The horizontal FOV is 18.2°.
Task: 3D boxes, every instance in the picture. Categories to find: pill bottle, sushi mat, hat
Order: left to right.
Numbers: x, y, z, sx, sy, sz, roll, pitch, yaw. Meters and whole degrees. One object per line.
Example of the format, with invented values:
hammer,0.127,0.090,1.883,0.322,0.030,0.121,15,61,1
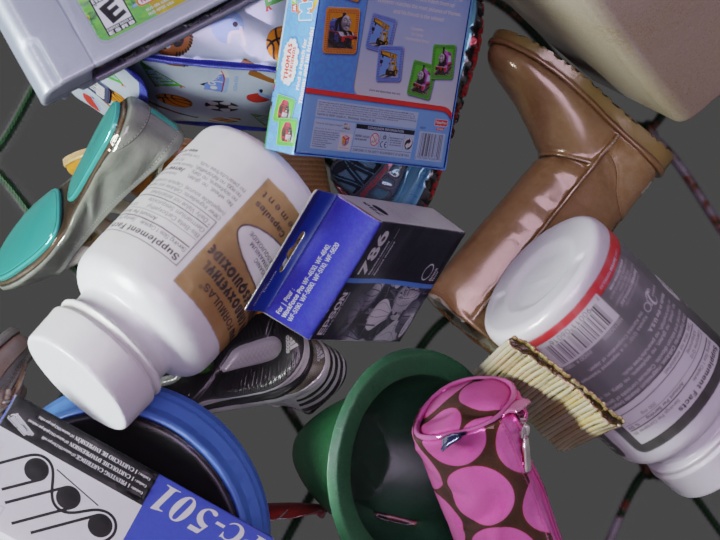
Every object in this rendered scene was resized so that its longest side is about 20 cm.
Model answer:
pill bottle,-0.127,0.007,1.527,0.114,0.114,0.200,41,68,1
hat,-0.025,0.137,1.651,0.200,0.176,0.166,11,82,-43
sushi mat,0.128,0.089,1.578,0.096,0.200,0.012,39,80,2
pill bottle,0.194,0.065,1.607,0.200,0.114,0.114,42,81,-21

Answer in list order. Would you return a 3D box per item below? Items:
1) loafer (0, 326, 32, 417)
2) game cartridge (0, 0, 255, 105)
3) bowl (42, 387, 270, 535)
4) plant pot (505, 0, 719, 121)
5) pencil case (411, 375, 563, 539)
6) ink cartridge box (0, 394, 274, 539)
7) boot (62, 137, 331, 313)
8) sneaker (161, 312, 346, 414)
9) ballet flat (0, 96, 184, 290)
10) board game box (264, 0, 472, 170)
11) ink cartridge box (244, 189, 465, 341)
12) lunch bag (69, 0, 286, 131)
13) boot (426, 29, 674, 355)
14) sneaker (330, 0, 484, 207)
loafer,-0.273,0.114,1.567,0.063,0.200,0.072,37,126,-1
game cartridge,-0.156,-0.212,1.512,0.200,0.040,0.134,-29,74,-10
bowl,-0.164,0.178,1.576,0.200,0.039,0.201,4,108,13
plant pot,0.210,-0.227,1.621,0.200,0.200,0.177,-39,121,-9
pencil case,0.107,0.176,1.587,0.093,0.091,0.201,-10,115,30
ink cartridge box,-0.167,0.173,1.494,0.200,0.044,0.094,30,58,-3
boot,-0.115,-0.025,1.641,0.200,0.071,0.145,-2,89,-1
sneaker,-0.100,0.086,1.624,0.200,0.115,0.076,-10,68,28
ballet flat,-0.191,-0.042,1.599,0.064,0.200,0.068,25,39,-24
board game box,0.013,-0.175,1.539,0.151,0.037,0.201,3,99,-45
ink cartridge box,0.000,0.000,1.561,0.039,0.200,0.100,37,103,22
lunch bag,-0.134,-0.168,1.607,0.199,0.170,0.124,5,77,-5
boot,0.114,-0.054,1.664,0.175,0.066,0.200,38,83,1
sneaker,0.032,-0.140,1.662,0.095,0.079,0.201,18,81,1
